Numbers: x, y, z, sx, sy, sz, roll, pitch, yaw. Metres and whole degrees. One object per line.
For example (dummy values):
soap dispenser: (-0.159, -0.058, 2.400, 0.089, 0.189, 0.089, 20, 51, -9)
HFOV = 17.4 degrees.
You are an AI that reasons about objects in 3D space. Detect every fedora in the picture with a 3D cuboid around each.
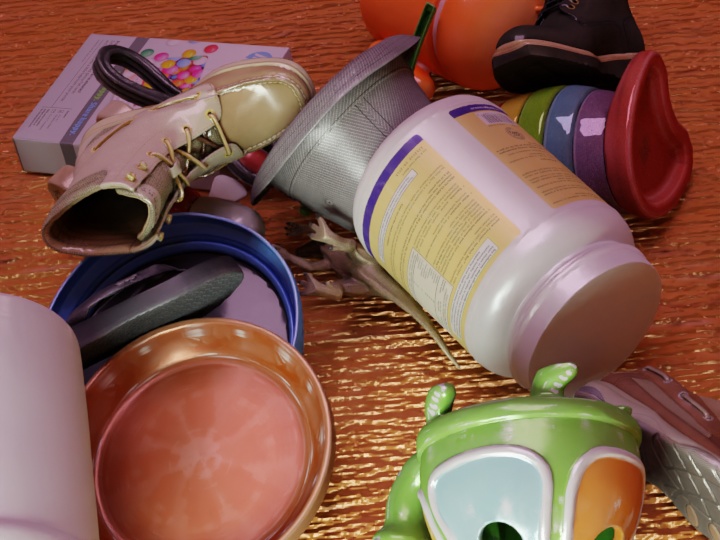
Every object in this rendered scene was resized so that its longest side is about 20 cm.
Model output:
fedora: (0.004, -0.090, 1.786, 0.090, 0.200, 0.177, 45, 69, 6)

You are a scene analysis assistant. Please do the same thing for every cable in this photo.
cable: (-0.128, -0.115, 1.904, 0.199, 0.050, 0.097, 17, 49, -7)

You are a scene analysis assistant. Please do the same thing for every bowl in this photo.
bowl: (-0.135, 0.054, 1.719, 0.200, 0.039, 0.201, -7, 61, 12)

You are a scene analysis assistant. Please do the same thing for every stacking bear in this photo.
stacking bear: (0.137, -0.092, 1.815, 0.199, 0.122, 0.114, 0, 43, 30)

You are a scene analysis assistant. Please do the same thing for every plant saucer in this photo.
plant saucer: (-0.113, 0.129, 1.631, 0.199, 0.032, 0.201, -6, 62, 12)

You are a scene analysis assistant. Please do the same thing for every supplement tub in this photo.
supplement tub: (0.104, -0.016, 1.682, 0.145, 0.146, 0.200, -31, 54, -20)

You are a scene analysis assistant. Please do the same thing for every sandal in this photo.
sandal: (-0.179, 0.032, 1.672, 0.199, 0.076, 0.043, -24, 75, 3)

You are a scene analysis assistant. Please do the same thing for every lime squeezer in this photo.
lime squeezer: (0.015, -0.120, 1.921, 0.038, 0.071, 0.200, 32, 85, 1)

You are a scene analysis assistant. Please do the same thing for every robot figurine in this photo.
robot figurine: (0.078, -0.220, 1.979, 0.144, 0.117, 0.200, -24, 37, -30)

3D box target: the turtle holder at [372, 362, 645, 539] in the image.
turtle holder: (0.091, 0.146, 1.510, 0.185, 0.141, 0.132, -4, 67, 7)

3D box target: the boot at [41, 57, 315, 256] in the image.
boot: (-0.133, -0.081, 1.736, 0.199, 0.072, 0.155, -18, 23, 17)

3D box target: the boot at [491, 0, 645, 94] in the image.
boot: (0.155, -0.213, 1.861, 0.077, 0.139, 0.200, -13, -7, 30)

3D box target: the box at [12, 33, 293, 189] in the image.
box: (-0.175, -0.137, 2.014, 0.199, 0.041, 0.156, 8, 44, 23)

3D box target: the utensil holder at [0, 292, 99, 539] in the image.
utensil holder: (-0.259, 0.139, 1.562, 0.169, 0.170, 0.201, -12, 54, 2)

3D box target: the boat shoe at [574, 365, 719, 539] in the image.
boat shoe: (0.227, 0.116, 1.558, 0.072, 0.076, 0.200, -30, 43, -23)

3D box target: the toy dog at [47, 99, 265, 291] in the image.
toy dog: (-0.157, -0.046, 1.869, 0.132, 0.096, 0.200, -34, 55, -5)

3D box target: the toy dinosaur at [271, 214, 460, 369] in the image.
toy dinosaur: (0.000, 0.000, 1.757, 0.101, 0.058, 0.200, 15, 15, -40)
